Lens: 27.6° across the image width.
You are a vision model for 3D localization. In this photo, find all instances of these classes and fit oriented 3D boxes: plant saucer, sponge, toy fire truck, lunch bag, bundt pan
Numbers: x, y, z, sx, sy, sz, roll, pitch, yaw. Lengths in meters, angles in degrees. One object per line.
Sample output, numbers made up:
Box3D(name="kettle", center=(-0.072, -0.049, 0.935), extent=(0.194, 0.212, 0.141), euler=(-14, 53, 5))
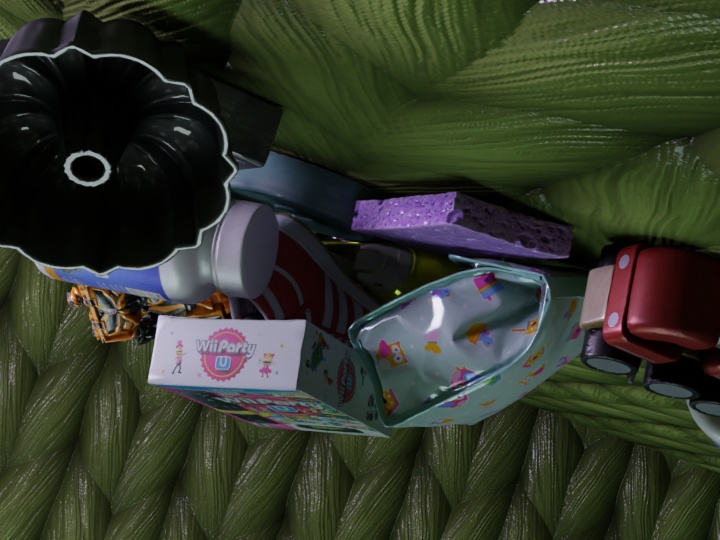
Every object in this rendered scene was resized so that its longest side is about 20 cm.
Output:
Box3D(name="plant saucer", center=(-0.056, -0.068, 1.365), extent=(0.199, 0.036, 0.200), euler=(18, 173, 2))
Box3D(name="sponge", center=(0.080, -0.035, 1.218), extent=(0.111, 0.030, 0.200), euler=(14, 175, -23))
Box3D(name="toy fire truck", center=(0.283, 0.054, 1.092), extent=(0.176, 0.129, 0.200), euler=(23, 161, -25))
Box3D(name="lunch bag", center=(0.118, 0.052, 1.283), extent=(0.200, 0.122, 0.170), euler=(-32, 161, 26))
Box3D(name="bundt pan", center=(-0.183, -0.093, 1.001), extent=(0.201, 0.076, 0.202), euler=(-2, 135, -2))

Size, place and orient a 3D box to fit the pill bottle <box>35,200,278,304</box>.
Box3D(name="pill bottle", center=(-0.178, -0.032, 1.279), extent=(0.199, 0.113, 0.112), euler=(9, 171, 19))

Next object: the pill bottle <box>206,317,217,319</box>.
Box3D(name="pill bottle", center=(-0.119, 0.013, 1.599), extent=(0.112, 0.113, 0.200), euler=(17, 174, 21))

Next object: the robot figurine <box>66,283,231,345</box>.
Box3D(name="robot figurine", center=(-0.182, 0.009, 1.396), extent=(0.199, 0.145, 0.058), euler=(-15, -143, -2))

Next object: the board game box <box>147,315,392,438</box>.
Box3D(name="board game box", center=(-0.072, 0.095, 1.297), extent=(0.147, 0.065, 0.200), euler=(1, 163, 26))

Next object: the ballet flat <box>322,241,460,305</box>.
Box3D(name="ballet flat", center=(0.000, 0.000, 1.393), extent=(0.199, 0.067, 0.067), euler=(4, 159, 38))

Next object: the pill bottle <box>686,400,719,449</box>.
Box3D(name="pill bottle", center=(0.362, 0.117, 1.336), extent=(0.115, 0.116, 0.200), euler=(17, 173, 21))

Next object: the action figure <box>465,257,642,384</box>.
Box3D(name="action figure", center=(0.185, 0.040, 1.434), extent=(0.199, 0.070, 0.130), euler=(22, -177, 7))

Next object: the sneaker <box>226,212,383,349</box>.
Box3D(name="sneaker", center=(-0.041, 0.055, 1.349), extent=(0.200, 0.113, 0.071), euler=(46, 149, -17))

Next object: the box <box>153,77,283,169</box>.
Box3D(name="box", center=(-0.169, -0.126, 1.141), extent=(0.158, 0.049, 0.200), euler=(22, 173, -23))

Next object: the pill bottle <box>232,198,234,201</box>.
Box3D(name="pill bottle", center=(-0.229, -0.080, 1.424), extent=(0.199, 0.113, 0.112), euler=(23, 173, -30))

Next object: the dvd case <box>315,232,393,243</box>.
Box3D(name="dvd case", center=(0.046, 0.045, 1.479), extent=(0.150, 0.025, 0.201), euler=(4, 129, 33))

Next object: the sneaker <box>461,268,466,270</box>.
Box3D(name="sneaker", center=(0.060, 0.018, 1.543), extent=(0.199, 0.081, 0.115), euler=(19, 176, 12))
